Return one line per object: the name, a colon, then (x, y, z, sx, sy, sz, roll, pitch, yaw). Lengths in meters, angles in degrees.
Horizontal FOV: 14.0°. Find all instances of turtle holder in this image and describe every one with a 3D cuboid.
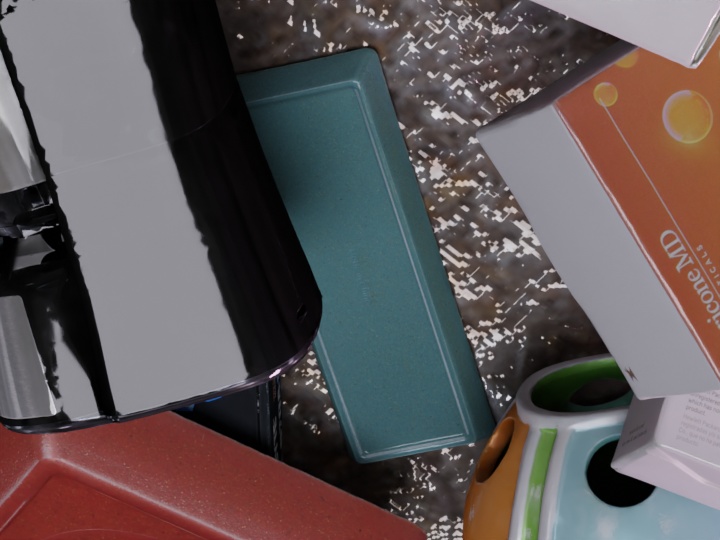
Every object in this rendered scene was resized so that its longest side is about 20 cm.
turtle holder: (0.133, 0.107, 1.248, 0.185, 0.141, 0.132, -2, 110, 24)

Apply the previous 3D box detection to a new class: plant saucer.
plant saucer: (-0.104, 0.140, 1.317, 0.200, 0.037, 0.200, 27, 134, -18)
plant saucer: (0.000, 0.000, 1.276, 0.070, 0.019, 0.200, -11, 119, 14)

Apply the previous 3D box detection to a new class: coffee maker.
coffee maker: (-0.084, -0.051, 1.133, 0.192, 0.135, 0.200, -9, 109, 32)

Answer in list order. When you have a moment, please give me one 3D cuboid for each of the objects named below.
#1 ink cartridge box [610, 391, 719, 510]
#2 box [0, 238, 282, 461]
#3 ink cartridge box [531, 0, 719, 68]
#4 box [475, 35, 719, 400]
ink cartridge box: (0.191, 0.004, 1.189, 0.116, 0.200, 0.068, 22, 165, -6)
box: (-0.135, 0.039, 1.291, 0.200, 0.046, 0.159, 4, 127, 5)
ink cartridge box: (0.076, -0.173, 1.059, 0.147, 0.200, 0.083, 23, 120, -6)
box: (0.167, -0.056, 1.104, 0.200, 0.097, 0.124, -33, 94, -14)
